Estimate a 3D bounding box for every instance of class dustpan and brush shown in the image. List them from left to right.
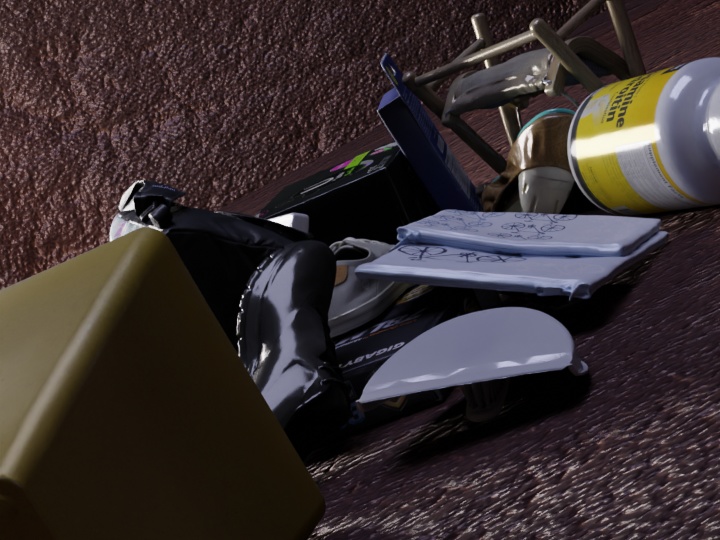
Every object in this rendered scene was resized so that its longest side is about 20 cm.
[{"bbox_3d":[0.086,0.055,1.072,0.138,0.058,0.200,-11,19,17],"label":"dustpan and brush"}]

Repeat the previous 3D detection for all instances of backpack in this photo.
[{"bbox_3d":[-0.140,0.004,1.355,0.166,0.128,0.200,18,-2,-28],"label":"backpack"}]

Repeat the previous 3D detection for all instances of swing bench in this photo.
[{"bbox_3d":[0.182,-0.150,1.553,0.130,0.201,0.198,-42,16,-33],"label":"swing bench"}]

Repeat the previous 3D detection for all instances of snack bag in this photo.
[{"bbox_3d":[0.110,-0.017,1.221,0.187,0.022,0.200,5,15,26],"label":"snack bag"}]

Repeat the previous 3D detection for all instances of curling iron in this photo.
[{"bbox_3d":[0.125,0.011,1.268,0.049,0.026,0.200,-20,7,-10],"label":"curling iron"}]

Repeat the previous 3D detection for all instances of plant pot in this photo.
[{"bbox_3d":[-0.164,0.130,0.888,0.199,0.201,0.177,-21,20,24],"label":"plant pot"}]

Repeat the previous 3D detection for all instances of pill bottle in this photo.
[{"bbox_3d":[0.257,-0.105,1.309,0.111,0.113,0.200,-29,9,-24],"label":"pill bottle"}]

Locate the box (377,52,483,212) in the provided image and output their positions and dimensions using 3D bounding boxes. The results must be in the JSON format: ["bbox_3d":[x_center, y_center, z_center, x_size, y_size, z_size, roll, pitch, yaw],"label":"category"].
[{"bbox_3d":[0.066,-0.113,1.596,0.032,0.201,0.121,-31,9,10],"label":"box"}]

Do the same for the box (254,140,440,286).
[{"bbox_3d":[-0.004,-0.035,1.601,0.147,0.125,0.200,-22,10,12],"label":"box"}]

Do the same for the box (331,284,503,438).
[{"bbox_3d":[-0.008,0.072,1.230,0.199,0.050,0.198,-22,8,23],"label":"box"}]

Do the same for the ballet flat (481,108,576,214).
[{"bbox_3d":[0.150,-0.070,1.464,0.067,0.073,0.200,11,-21,-12],"label":"ballet flat"}]

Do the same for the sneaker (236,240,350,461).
[{"bbox_3d":[-0.041,0.069,1.100,0.090,0.076,0.201,0,57,28],"label":"sneaker"}]

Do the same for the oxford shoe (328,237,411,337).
[{"bbox_3d":[0.000,0.000,1.292,0.075,0.058,0.200,-26,5,16],"label":"oxford shoe"}]

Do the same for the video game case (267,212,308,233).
[{"bbox_3d":[-0.102,0.031,1.475,0.018,0.145,0.200,9,-9,-27],"label":"video game case"}]
